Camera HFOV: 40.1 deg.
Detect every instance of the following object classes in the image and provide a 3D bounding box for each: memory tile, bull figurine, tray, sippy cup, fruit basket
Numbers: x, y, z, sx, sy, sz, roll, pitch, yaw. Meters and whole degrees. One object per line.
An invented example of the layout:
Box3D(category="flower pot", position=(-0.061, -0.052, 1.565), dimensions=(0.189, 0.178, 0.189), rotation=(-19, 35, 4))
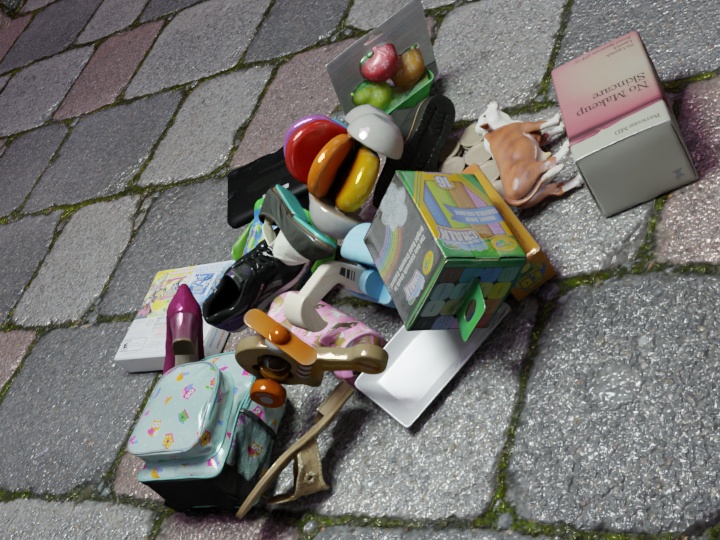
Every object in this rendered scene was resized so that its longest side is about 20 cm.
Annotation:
Box3D(category="memory tile", position=(0.140, -0.130, 1.453), dimensions=(0.153, 0.017, 0.201), rotation=(-28, 40, 16))
Box3D(category="bull figurine", position=(0.230, -0.166, 1.366), dimensions=(0.121, 0.065, 0.201), rotation=(-21, 47, 15))
Box3D(category="tray", position=(0.092, 0.100, 1.247), dimensions=(0.200, 0.022, 0.107), rotation=(-48, 52, -10))
Box3D(category="sippy cup", position=(-0.119, -0.020, 1.483), dimensions=(0.131, 0.139, 0.178), rotation=(-66, 9, -15))
Box3D(category="fruit basket", position=(0.035, -0.322, 1.572), dimensions=(0.185, 0.200, 0.094), rotation=(-38, 57, -6))

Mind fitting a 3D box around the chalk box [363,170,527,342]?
Box3D(category="chalk box", position=(0.108, -0.009, 1.187), dimensions=(0.125, 0.123, 0.201), rotation=(-63, 40, 39))

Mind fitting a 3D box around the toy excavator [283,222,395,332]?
Box3D(category="toy excavator", position=(0.000, 0.000, 1.301), dimensions=(0.099, 0.199, 0.196), rotation=(14, 83, 47))

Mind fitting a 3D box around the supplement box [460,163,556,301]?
Box3D(category="supplement box", position=(0.176, -0.053, 1.290), dimensions=(0.066, 0.069, 0.201), rotation=(-35, 41, 8))

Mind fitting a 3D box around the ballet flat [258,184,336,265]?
Box3D(category="ballet flat", position=(-0.088, -0.047, 1.308), dimensions=(0.069, 0.068, 0.200), rotation=(-52, 31, 7))

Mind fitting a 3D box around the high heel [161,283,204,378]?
Box3D(category="high heel", position=(-0.252, 0.109, 1.426), dimensions=(0.067, 0.201, 0.097), rotation=(5, 54, -12))

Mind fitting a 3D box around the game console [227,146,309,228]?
Box3D(category="game console", position=(-0.107, -0.145, 1.616), dimensions=(0.199, 0.116, 0.177), rotation=(-24, 48, 22))

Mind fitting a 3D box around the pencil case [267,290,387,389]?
Box3D(category="pencil case", position=(-0.047, 0.091, 1.339), dimensions=(0.199, 0.083, 0.087), rotation=(24, 73, 49))

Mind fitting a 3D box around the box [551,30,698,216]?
Box3D(category="box", position=(0.334, -0.190, 1.268), dimensions=(0.127, 0.109, 0.201), rotation=(-23, 40, 20))

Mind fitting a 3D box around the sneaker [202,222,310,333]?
Box3D(category="sneaker", position=(-0.141, 0.005, 1.376), dimensions=(0.076, 0.088, 0.200), rotation=(40, 94, 18))

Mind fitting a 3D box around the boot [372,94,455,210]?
Box3D(category="boot", position=(0.057, -0.170, 1.509), dimensions=(0.201, 0.077, 0.138), rotation=(-57, 25, -15))

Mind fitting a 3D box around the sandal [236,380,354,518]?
Box3D(category="sandal", position=(-0.060, 0.238, 1.215), dimensions=(0.069, 0.078, 0.212), rotation=(37, 72, 8))

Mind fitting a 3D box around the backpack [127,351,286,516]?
Box3D(category="backpack", position=(-0.197, 0.201, 1.307), dimensions=(0.175, 0.154, 0.201), rotation=(-14, 36, 37))

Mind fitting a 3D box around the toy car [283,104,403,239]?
Box3D(category="toy car", position=(-0.038, -0.154, 1.376), dimensions=(0.176, 0.149, 0.200), rotation=(-62, 11, 14))

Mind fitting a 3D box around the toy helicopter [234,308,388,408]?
Box3D(category="toy helicopter", position=(-0.063, 0.102, 1.209), dimensions=(0.198, 0.133, 0.079), rotation=(-3, 51, 21))

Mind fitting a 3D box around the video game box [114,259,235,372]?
Box3D(category="video game box", position=(-0.283, 0.074, 1.589), dimensions=(0.199, 0.047, 0.183), rotation=(-7, 50, 36))
